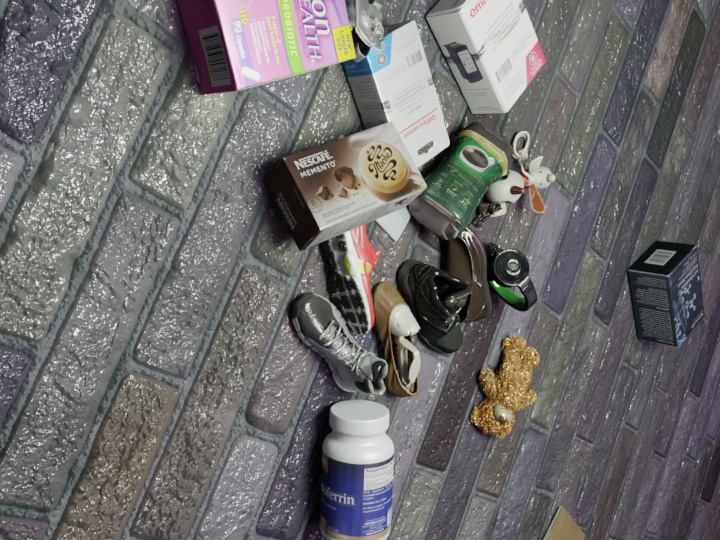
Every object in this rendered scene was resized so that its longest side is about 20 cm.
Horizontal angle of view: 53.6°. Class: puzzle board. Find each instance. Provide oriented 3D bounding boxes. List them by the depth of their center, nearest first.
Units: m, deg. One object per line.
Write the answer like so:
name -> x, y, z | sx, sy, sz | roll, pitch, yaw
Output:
puzzle board -> 0.437, 0.657, 1.623 | 0.201, 0.017, 0.151 | -54, 128, -19

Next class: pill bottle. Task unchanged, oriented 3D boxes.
pill bottle -> -0.005, 0.315, 1.116 | 0.114, 0.115, 0.204 | -4, 100, -40

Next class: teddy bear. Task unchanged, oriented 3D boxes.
teddy bear -> 0.291, 0.226, 1.388 | 0.200, 0.066, 0.146 | -46, 121, -26

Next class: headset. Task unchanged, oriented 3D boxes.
headset -> 0.258, -0.020, 1.279 | 0.094, 0.123, 0.201 | -40, 113, -12

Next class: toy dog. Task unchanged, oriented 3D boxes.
toy dog -> 0.301, -0.162, 1.309 | 0.199, 0.096, 0.133 | -40, 121, -29

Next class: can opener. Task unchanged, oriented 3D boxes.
can opener -> 0.000, -0.384, 1.011 | 0.053, 0.066, 0.203 | 28, 48, -40

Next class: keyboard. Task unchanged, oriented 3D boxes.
keyboard -> 0.015, -0.126, 1.128 | 0.200, 0.011, 0.057 | 44, 74, -36

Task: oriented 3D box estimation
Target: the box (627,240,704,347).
box -> 0.739, 0.055, 1.719 | 0.148, 0.106, 0.203 | -36, 120, -31

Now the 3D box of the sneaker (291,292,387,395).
sneaker -> -0.016, 0.115, 1.071 | 0.075, 0.115, 0.201 | -49, 125, -23

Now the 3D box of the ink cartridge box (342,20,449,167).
ink cartridge box -> 0.056, -0.263, 1.099 | 0.115, 0.066, 0.202 | -36, 119, -31

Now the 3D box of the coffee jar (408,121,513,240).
coffee jar -> 0.171, -0.154, 1.189 | 0.104, 0.086, 0.201 | 36, 64, 6

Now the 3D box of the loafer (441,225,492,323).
loafer -> 0.180, 0.009, 1.249 | 0.071, 0.073, 0.203 | -33, 116, -30

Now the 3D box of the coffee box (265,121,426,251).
coffee box -> -0.019, -0.122, 1.016 | 0.198, 0.080, 0.114 | -24, 82, -32

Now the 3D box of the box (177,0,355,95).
box -> -0.122, -0.337, 0.913 | 0.198, 0.096, 0.179 | -26, 114, -35

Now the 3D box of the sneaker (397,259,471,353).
sneaker -> 0.144, 0.074, 1.206 | 0.076, 0.113, 0.201 | -41, 124, -25

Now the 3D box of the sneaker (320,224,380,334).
sneaker -> 0.000, 0.000, 1.094 | 0.084, 0.076, 0.203 | -25, 114, -40

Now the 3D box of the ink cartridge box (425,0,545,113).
ink cartridge box -> 0.216, -0.391, 1.204 | 0.145, 0.084, 0.201 | -51, 127, -22

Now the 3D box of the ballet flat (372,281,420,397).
ballet flat -> 0.067, 0.118, 1.171 | 0.067, 0.072, 0.204 | -17, 108, -37
